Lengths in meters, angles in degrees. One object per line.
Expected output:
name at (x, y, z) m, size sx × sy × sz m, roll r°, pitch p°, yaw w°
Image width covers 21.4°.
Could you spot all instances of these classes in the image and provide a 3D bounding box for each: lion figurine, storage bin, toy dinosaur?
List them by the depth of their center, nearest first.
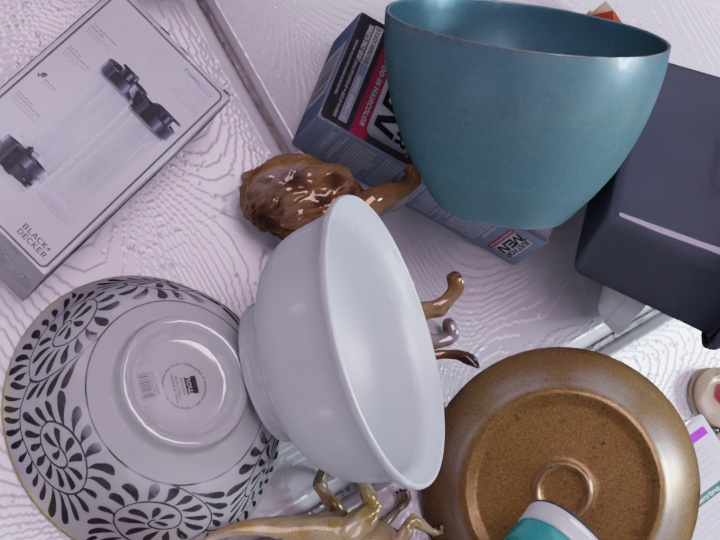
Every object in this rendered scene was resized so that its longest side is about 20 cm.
toy dinosaur at (-0.006, 0.176, 1.299) m, size 0.199 × 0.058 × 0.102 m, roll 24°, pitch 55°, yaw -23°
lion figurine at (0.000, 0.000, 1.367) m, size 0.122 × 0.072 × 0.201 m, roll -24°, pitch 87°, yaw -21°
storage bin at (0.244, -0.061, 1.386) m, size 0.134 × 0.146 × 0.201 m, roll 19°, pitch 57°, yaw -5°

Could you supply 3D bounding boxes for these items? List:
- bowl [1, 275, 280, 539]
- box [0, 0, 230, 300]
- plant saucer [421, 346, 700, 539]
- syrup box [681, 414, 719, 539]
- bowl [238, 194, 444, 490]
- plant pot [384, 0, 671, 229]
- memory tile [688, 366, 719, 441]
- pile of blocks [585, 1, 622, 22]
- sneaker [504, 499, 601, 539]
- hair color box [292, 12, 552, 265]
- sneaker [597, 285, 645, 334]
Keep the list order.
bowl at (-0.130, 0.085, 1.265) m, size 0.200 × 0.094 × 0.202 m, roll 8°, pitch 68°, yaw -21°
box at (-0.198, -0.090, 1.315) m, size 0.117 × 0.060 × 0.200 m, roll 44°, pitch 61°, yaw -4°
plant saucer at (0.142, 0.154, 1.338) m, size 0.199 × 0.035 × 0.202 m, roll 0°, pitch 88°, yaw 3°
syrup box at (0.260, 0.215, 1.400) m, size 0.081 × 0.079 × 0.201 m, roll -29°, pitch 85°, yaw -29°
bowl at (-0.021, 0.058, 1.264) m, size 0.201 × 0.090 × 0.202 m, roll -17°, pitch 90°, yaw -72°
plant pot at (0.108, -0.106, 1.332) m, size 0.199 × 0.200 × 0.136 m, roll -1°, pitch 108°, yaw -24°
memory tile at (0.356, 0.147, 1.503) m, size 0.199 × 0.017 × 0.154 m, roll -1°, pitch 73°, yaw -25°
pile of blocks at (0.140, -0.165, 1.491) m, size 0.199 × 0.062 × 0.083 m, roll -12°, pitch 77°, yaw -27°
sneaker at (0.152, 0.262, 1.258) m, size 0.200 × 0.084 × 0.121 m, roll 45°, pitch 62°, yaw 1°
hair color box at (0.059, -0.098, 1.432) m, size 0.199 × 0.061 × 0.099 m, roll 28°, pitch 64°, yaw -14°
sneaker at (0.202, -0.050, 1.479) m, size 0.115 × 0.074 × 0.200 m, roll 36°, pitch 55°, yaw -4°
